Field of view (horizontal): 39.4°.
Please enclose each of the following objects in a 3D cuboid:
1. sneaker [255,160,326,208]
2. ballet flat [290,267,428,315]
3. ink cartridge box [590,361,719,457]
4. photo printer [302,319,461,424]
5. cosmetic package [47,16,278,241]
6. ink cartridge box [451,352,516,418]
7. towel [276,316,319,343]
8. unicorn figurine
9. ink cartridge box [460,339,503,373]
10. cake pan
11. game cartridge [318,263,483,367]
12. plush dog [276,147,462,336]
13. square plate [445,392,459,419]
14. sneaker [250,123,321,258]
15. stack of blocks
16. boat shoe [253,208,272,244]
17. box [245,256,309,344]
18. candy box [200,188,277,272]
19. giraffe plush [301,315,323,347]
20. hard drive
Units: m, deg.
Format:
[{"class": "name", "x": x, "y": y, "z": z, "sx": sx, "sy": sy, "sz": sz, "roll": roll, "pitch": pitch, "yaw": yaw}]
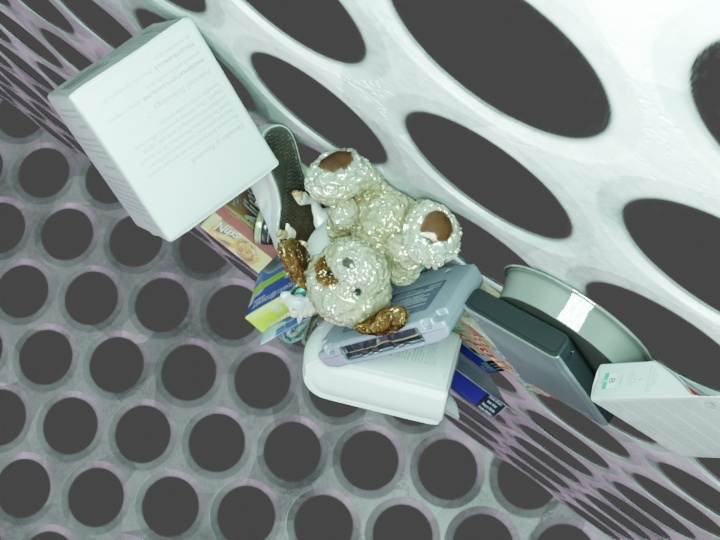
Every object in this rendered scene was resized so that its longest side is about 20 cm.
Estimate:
[{"class": "sneaker", "x": -0.057, "y": -0.075, "z": 1.371, "sx": 0.200, "sy": 0.090, "sz": 0.067, "roll": 34, "pitch": 171, "yaw": 15}, {"class": "ballet flat", "x": 0.000, "y": 0.000, "z": 1.343, "sx": 0.072, "sy": 0.199, "sz": 0.073, "roll": -20, "pitch": -90, "yaw": -85}, {"class": "ink cartridge box", "x": 0.361, "y": 0.142, "z": 1.020, "sx": 0.160, "sy": 0.050, "sz": 0.199, "roll": 32, "pitch": 155, "yaw": -27}, {"class": "photo printer", "x": 0.026, "y": 0.121, "z": 1.330, "sx": 0.198, "sy": 0.070, "sz": 0.167, "roll": 12, "pitch": -154, "yaw": 7}, {"class": "cosmetic package", "x": -0.238, "y": -0.169, "z": 1.200, "sx": 0.201, "sy": 0.166, "sz": 0.167, "roll": 58, "pitch": 163, "yaw": -23}, {"class": "ink cartridge box", "x": 0.132, "y": 0.146, "z": 1.548, "sx": 0.199, "sy": 0.041, "sz": 0.200, "roll": 36, "pitch": -173, "yaw": -12}, {"class": "towel", "x": -0.081, "y": 0.025, "z": 1.639, "sx": 0.048, "sy": 0.200, "sz": 0.171, "roll": 46, "pitch": 170, "yaw": -19}, {"class": "unicorn figurine", "x": -0.059, "y": -0.024, "z": 1.265, "sx": 0.074, "sy": 0.200, "sz": 0.138, "roll": 27, "pitch": 162, "yaw": 33}, {"class": "ink cartridge box", "x": 0.187, "y": 0.109, "z": 1.519, "sx": 0.094, "sy": 0.044, "sz": 0.200, "roll": 37, "pitch": 172, "yaw": 1}, {"class": "cake pan", "x": 0.237, "y": 0.067, "z": 1.142, "sx": 0.200, "sy": 0.037, "sz": 0.200, "roll": 36, "pitch": 171, "yaw": 6}, {"class": "game cartridge", "x": 0.051, "y": 0.052, "z": 1.232, "sx": 0.199, "sy": 0.133, "sz": 0.041, "roll": -18, "pitch": 116, "yaw": 39}, {"class": "plush dog", "x": 0.004, "y": -0.017, "z": 1.168, "sx": 0.199, "sy": 0.172, "sz": 0.161, "roll": 33, "pitch": 171, "yaw": 14}, {"class": "square plate", "x": 0.055, "y": 0.137, "z": 1.553, "sx": 0.197, "sy": 0.029, "sz": 0.200, "roll": 31, "pitch": -171, "yaw": -19}, {"class": "sneaker", "x": -0.103, "y": -0.096, "z": 1.319, "sx": 0.084, "sy": 0.072, "sz": 0.201, "roll": 18, "pitch": 124, "yaw": 57}, {"class": "stack of blocks", "x": 0.188, "y": 0.086, "z": 1.355, "sx": 0.200, "sy": 0.059, "sz": 0.115, "roll": 39, "pitch": 171, "yaw": -16}, {"class": "boat shoe", "x": -0.098, "y": -0.077, "z": 1.477, "sx": 0.066, "sy": 0.072, "sz": 0.201, "roll": 15, "pitch": -165, "yaw": 12}, {"class": "box", "x": -0.111, "y": 0.009, "z": 1.571, "sx": 0.122, "sy": 0.201, "sz": 0.048, "roll": -30, "pitch": 122, "yaw": 33}, {"class": "candy box", "x": -0.175, "y": -0.093, "z": 1.556, "sx": 0.115, "sy": 0.055, "sz": 0.200, "roll": 39, "pitch": -157, "yaw": -19}, {"class": "giraffe plush", "x": 0.009, "y": 0.018, "z": 1.449, "sx": 0.161, "sy": 0.202, "sz": 0.172, "roll": 2, "pitch": 167, "yaw": 23}, {"class": "hard drive", "x": 0.215, "y": 0.104, "z": 1.186, "sx": 0.139, "sy": 0.033, "sz": 0.200, "roll": 30, "pitch": 169, "yaw": 40}]
